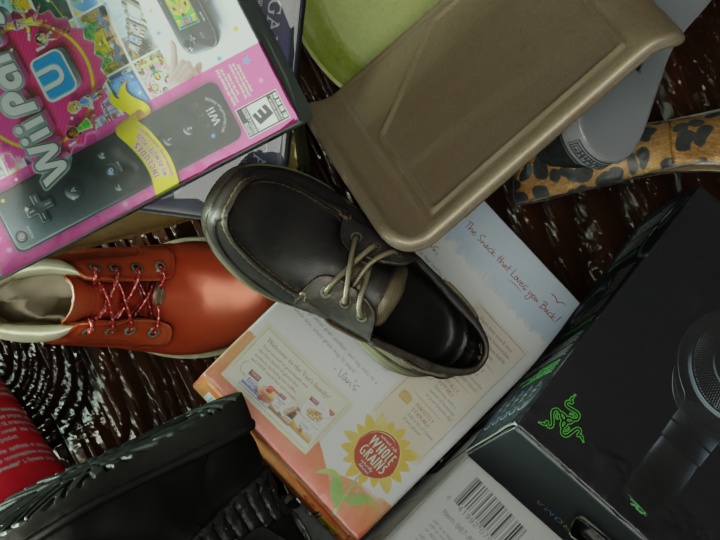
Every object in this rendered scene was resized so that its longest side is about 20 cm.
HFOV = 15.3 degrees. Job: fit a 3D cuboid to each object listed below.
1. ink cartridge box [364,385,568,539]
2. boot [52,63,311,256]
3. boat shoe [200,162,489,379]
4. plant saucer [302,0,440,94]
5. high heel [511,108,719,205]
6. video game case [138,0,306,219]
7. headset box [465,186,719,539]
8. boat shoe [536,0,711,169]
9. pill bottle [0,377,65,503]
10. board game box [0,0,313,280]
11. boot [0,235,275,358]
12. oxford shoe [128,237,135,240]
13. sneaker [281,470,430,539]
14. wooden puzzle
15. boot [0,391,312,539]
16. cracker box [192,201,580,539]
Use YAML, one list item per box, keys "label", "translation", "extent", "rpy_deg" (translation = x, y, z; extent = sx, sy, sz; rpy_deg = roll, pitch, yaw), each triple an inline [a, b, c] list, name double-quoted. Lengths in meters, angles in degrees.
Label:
- label: "ink cartridge box"
  translation: [0.113, 0.153, 1.585]
  extent: [0.145, 0.084, 0.200]
  rpy_deg: [47, 70, -2]
- label: "boot"
  translation: [-0.134, -0.100, 1.550]
  extent: [0.199, 0.066, 0.176]
  rpy_deg: [-6, 88, 7]
- label: "boat shoe"
  translation: [0.000, 0.000, 1.498]
  extent: [0.199, 0.073, 0.075]
  rpy_deg: [30, 80, -35]
- label: "plant saucer"
  translation: [0.051, -0.188, 1.622]
  extent: [0.199, 0.031, 0.201]
  rpy_deg: [0, 94, 2]
- label: "high heel"
  translation: [0.193, -0.043, 1.603]
  extent: [0.200, 0.071, 0.143]
  rpy_deg: [43, 89, 15]
- label: "video game case"
  translation: [-0.135, -0.106, 1.511]
  extent: [0.199, 0.019, 0.144]
  rpy_deg: [7, 99, 4]
- label: "headset box"
  translation: [0.183, 0.088, 1.527]
  extent: [0.174, 0.093, 0.200]
  rpy_deg: [42, 69, -3]
- label: "boat shoe"
  translation: [0.154, -0.146, 1.576]
  extent: [0.069, 0.056, 0.201]
  rpy_deg: [39, 64, -26]
- label: "pill bottle"
  translation: [-0.239, 0.124, 1.599]
  extent: [0.112, 0.112, 0.200]
  rpy_deg: [-40, 70, 5]
- label: "board game box"
  translation: [-0.148, -0.102, 1.473]
  extent: [0.199, 0.064, 0.148]
  rpy_deg: [-27, 95, 10]
- label: "boot"
  translation: [-0.138, 0.019, 1.611]
  extent: [0.199, 0.107, 0.076]
  rpy_deg: [-1, 92, 1]
- label: "oxford shoe"
  translation: [-0.188, -0.107, 1.620]
  extent: [0.075, 0.070, 0.200]
  rpy_deg: [-41, 92, 3]
- label: "sneaker"
  translation: [-0.013, 0.153, 1.642]
  extent: [0.199, 0.075, 0.116]
  rpy_deg: [31, 77, 6]
- label: "wooden puzzle"
  translation: [0.074, -0.107, 1.535]
  extent: [0.200, 0.185, 0.037]
  rpy_deg: [-37, 124, 3]
- label: "boot"
  translation: [-0.116, 0.179, 1.501]
  extent: [0.210, 0.079, 0.159]
  rpy_deg: [-25, 96, -20]
- label: "cracker box"
  translation: [0.018, 0.046, 1.600]
  extent: [0.200, 0.058, 0.134]
  rpy_deg: [-43, 91, -14]
